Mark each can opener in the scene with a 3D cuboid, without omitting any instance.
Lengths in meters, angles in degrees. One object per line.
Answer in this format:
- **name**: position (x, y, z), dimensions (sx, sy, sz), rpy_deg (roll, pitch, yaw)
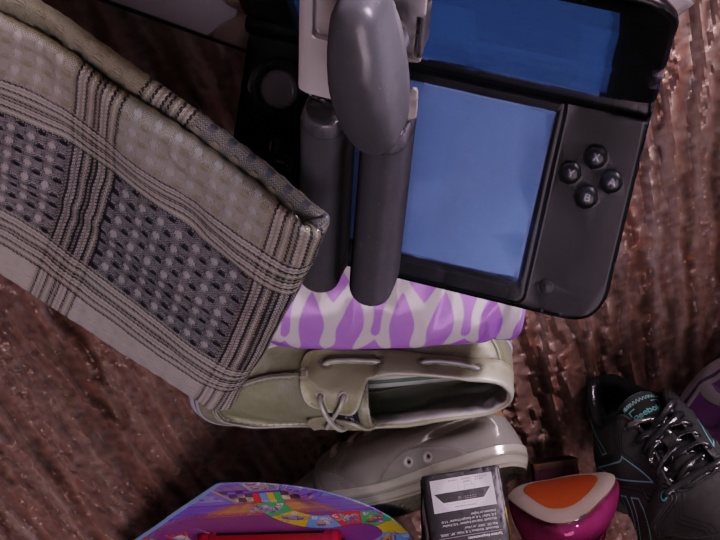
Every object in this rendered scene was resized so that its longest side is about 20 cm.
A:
- **can opener**: position (-0.006, -0.047, 0.617), dimensions (0.053, 0.067, 0.201), rpy_deg (14, 139, 9)

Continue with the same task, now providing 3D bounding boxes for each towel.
- **towel**: position (-0.122, -0.027, 0.688), dimensions (0.199, 0.035, 0.193), rpy_deg (36, 146, 2)

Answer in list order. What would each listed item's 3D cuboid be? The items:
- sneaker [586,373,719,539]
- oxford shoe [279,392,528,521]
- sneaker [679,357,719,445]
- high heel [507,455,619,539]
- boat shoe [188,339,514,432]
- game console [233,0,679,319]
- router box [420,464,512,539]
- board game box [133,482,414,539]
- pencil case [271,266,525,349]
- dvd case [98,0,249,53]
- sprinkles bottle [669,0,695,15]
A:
- **sneaker**: position (0.179, 0.119, 0.852), dimensions (0.075, 0.200, 0.080), rpy_deg (-24, 105, -9)
- **oxford shoe**: position (0.013, 0.125, 0.919), dimensions (0.199, 0.058, 0.075), rpy_deg (-22, 159, 26)
- **sneaker**: position (0.241, 0.106, 0.863), dimensions (0.072, 0.115, 0.201), rpy_deg (26, 147, -8)
- **high heel**: position (0.128, 0.170, 0.873), dimensions (0.067, 0.200, 0.097), rpy_deg (-8, 89, 9)
- **boat shoe**: position (-0.005, 0.063, 0.856), dimensions (0.198, 0.062, 0.072), rpy_deg (-11, 130, 1)
- **game console**: position (0.028, -0.063, 0.651), dimensions (0.198, 0.119, 0.174), rpy_deg (14, 109, 9)
- **router box**: position (0.071, 0.219, 0.893), dimensions (0.050, 0.151, 0.200), rpy_deg (-8, 159, -1)
- **board game box**: position (-0.060, 0.198, 0.933), dimensions (0.157, 0.039, 0.200), rpy_deg (23, 141, -27)
- **pencil case**: position (0.000, 0.000, 0.789), dimensions (0.198, 0.085, 0.086), rpy_deg (-2, 164, -9)
- **dvd case**: position (-0.068, -0.202, 0.656), dimensions (0.141, 0.018, 0.201), rpy_deg (17, 124, -21)
- **sprinkles bottle**: position (0.106, -0.127, 0.714), dimensions (0.199, 0.069, 0.068), rpy_deg (-38, 125, 20)
